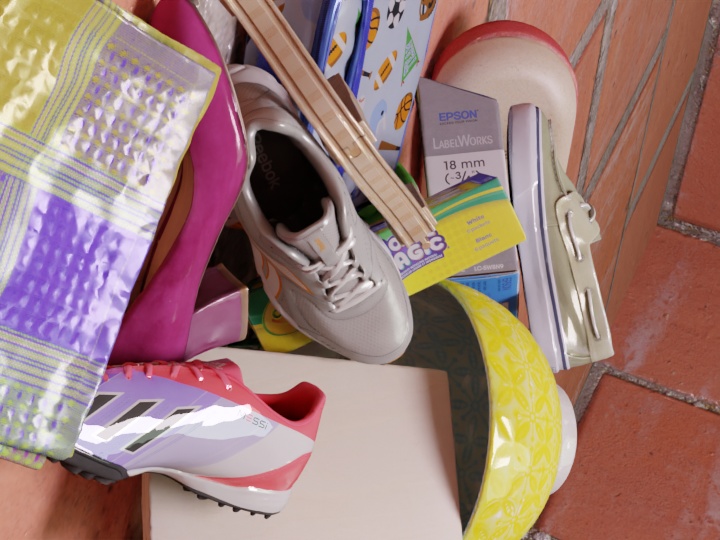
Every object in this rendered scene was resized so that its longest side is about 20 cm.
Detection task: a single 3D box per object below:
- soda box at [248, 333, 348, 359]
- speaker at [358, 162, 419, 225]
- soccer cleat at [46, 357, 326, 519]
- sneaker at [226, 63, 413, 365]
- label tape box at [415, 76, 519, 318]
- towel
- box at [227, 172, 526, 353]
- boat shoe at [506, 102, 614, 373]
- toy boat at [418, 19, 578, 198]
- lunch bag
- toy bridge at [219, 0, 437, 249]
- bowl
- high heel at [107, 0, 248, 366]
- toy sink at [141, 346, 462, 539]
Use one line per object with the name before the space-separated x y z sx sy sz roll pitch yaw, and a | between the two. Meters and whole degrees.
soda box | -0.042 0.111 1.089 0.200 0.068 0.064 81 32 -61
speaker | 0.010 -0.009 1.085 0.200 0.088 0.089 77 36 -63
soccer cleat | -0.100 0.069 0.729 0.200 0.068 0.073 24 97 -43
sneaker | -0.027 -0.014 0.796 0.076 0.092 0.200 -36 118 -2
label tape box | 0.079 -0.068 1.111 0.144 0.063 0.201 73 11 -72
towel | -0.135 -0.023 0.609 0.144 0.023 0.200 34 75 -54
box | 0.000 0.000 0.924 0.200 0.048 0.117 -27 -175 1
boat shoe | 0.146 -0.026 1.081 0.072 0.062 0.201 -41 123 -85
toy boat | 0.115 -0.137 1.277 0.200 0.130 0.131 94 -8 -47
lunch bag | -0.020 -0.110 0.885 0.160 0.075 0.200 -41 147 -56
toy bridge | -0.012 -0.080 0.785 0.200 0.027 0.067 52 8 -33
bowl | 0.077 0.107 0.967 0.200 0.107 0.201 -25 -118 60
high heel | -0.108 -0.033 0.727 0.096 0.067 0.201 -19 118 -28
toy sink | -0.053 0.129 0.880 0.112 0.199 0.131 -36 -127 54
